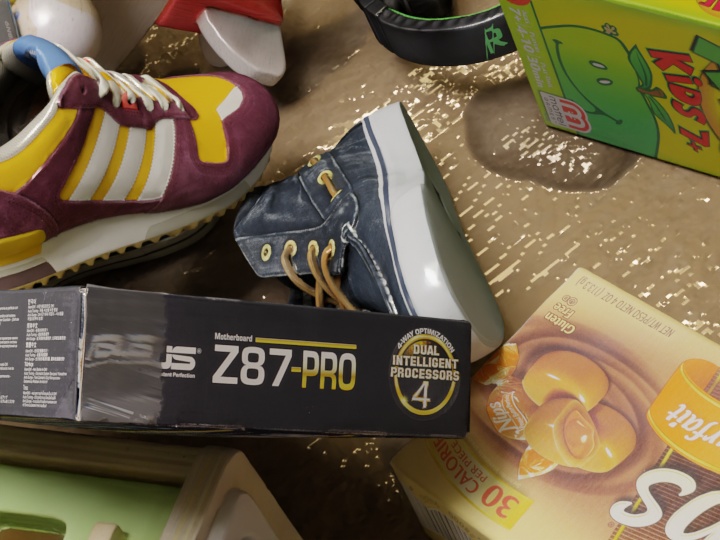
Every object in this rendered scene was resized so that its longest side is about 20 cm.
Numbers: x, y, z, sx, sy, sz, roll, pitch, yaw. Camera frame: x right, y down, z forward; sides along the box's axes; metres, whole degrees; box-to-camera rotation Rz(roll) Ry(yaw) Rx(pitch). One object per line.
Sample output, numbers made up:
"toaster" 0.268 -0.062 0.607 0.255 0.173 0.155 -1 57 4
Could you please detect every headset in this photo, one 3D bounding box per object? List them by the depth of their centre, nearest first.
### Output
"headset" 0.036 -0.178 0.928 0.123 0.094 0.200 -34 41 -6

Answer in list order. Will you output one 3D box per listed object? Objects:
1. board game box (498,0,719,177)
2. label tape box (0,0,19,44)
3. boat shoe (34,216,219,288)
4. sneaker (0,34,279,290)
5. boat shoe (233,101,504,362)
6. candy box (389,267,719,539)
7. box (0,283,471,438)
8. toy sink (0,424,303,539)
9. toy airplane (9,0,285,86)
"board game box" 0.156 -0.087 0.792 0.199 0.102 0.048 21 62 36
"label tape box" -0.253 -0.072 0.784 0.142 0.199 0.067 -19 80 28
"boat shoe" -0.165 -0.022 0.913 0.198 0.062 0.075 -19 48 10
"sneaker" -0.110 -0.061 0.795 0.075 0.091 0.199 26 40 34
"boat shoe" 0.000 0.000 0.794 0.090 0.071 0.201 -30 22 7
"candy box" 0.119 0.091 0.690 0.115 0.056 0.199 -44 48 -16
"box" -0.080 0.037 0.702 0.199 0.160 0.050 -4 83 54
"toy sink" -0.086 0.142 0.703 0.198 0.112 0.131 5 55 28
"toy airplane" -0.122 -0.137 0.900 0.197 0.201 0.142 -3 45 17
